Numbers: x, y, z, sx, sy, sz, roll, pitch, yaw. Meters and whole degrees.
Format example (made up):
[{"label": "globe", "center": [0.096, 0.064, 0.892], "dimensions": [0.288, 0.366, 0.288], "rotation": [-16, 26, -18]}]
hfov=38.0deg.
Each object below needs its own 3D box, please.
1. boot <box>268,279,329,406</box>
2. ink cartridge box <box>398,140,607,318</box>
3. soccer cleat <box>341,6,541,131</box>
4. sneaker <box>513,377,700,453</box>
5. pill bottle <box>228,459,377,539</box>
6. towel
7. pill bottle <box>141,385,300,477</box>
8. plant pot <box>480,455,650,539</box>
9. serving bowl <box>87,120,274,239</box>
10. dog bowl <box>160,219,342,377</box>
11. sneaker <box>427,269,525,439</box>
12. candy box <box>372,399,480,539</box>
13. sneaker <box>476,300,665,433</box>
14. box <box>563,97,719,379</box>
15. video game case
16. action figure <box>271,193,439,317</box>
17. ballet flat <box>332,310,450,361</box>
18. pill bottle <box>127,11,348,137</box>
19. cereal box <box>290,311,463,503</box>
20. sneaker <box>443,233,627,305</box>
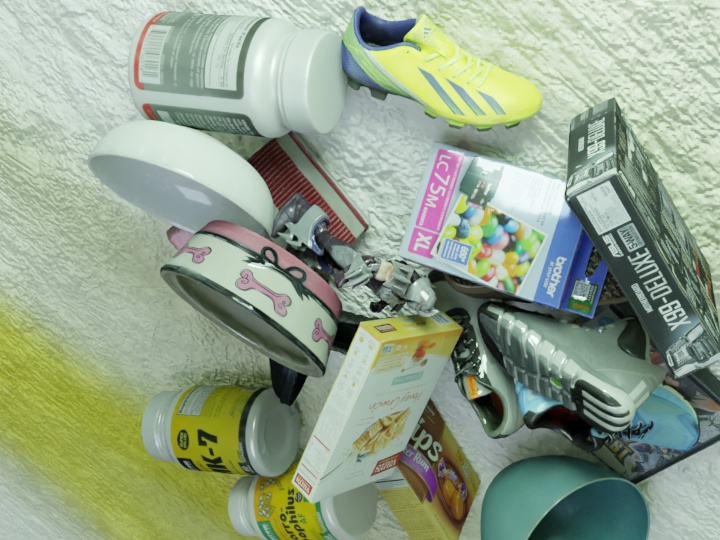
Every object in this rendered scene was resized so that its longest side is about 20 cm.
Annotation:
[{"label": "boot", "center": [-0.129, 0.057, 1.269], "dimensions": [0.160, 0.074, 0.201], "rotation": [21, 126, 10]}, {"label": "ink cartridge box", "center": [0.146, -0.039, 1.012], "dimensions": [0.197, 0.042, 0.121], "rotation": [19, 90, 12]}, {"label": "soccer cleat", "center": [0.072, -0.188, 0.961], "dimensions": [0.197, 0.065, 0.085], "rotation": [19, 131, 15]}, {"label": "sneaker", "center": [0.252, 0.158, 1.079], "dimensions": [0.196, 0.091, 0.079], "rotation": [13, 133, 1]}, {"label": "pill bottle", "center": [-0.083, 0.315, 1.427], "dimensions": [0.198, 0.113, 0.114], "rotation": [-13, 119, 36]}, {"label": "towel", "center": [-0.103, -0.046, 1.160], "dimensions": [0.199, 0.023, 0.144], "rotation": [-37, 101, 21]}, {"label": "pill bottle", "center": [-0.189, 0.213, 1.402], "dimensions": [0.197, 0.115, 0.116], "rotation": [-2, 125, 31]}, {"label": "plant pot", "center": [0.215, 0.296, 1.212], "dimensions": [0.134, 0.198, 0.202], "rotation": [36, 151, 54]}, {"label": "serving bowl", "center": [-0.173, -0.097, 1.063], "dimensions": [0.197, 0.067, 0.200], "rotation": [21, 165, 6]}, {"label": "dog bowl", "center": [-0.104, 0.025, 1.071], "dimensions": [0.198, 0.074, 0.200], "rotation": [29, 165, 8]}, {"label": "sneaker", "center": [0.127, 0.088, 1.131], "dimensions": [0.074, 0.079, 0.202], "rotation": [-25, 94, 46]}, {"label": "candy box", "center": [0.066, 0.229, 1.270], "dimensions": [0.056, 0.117, 0.202], "rotation": [-13, 118, 35]}, {"label": "sneaker", "center": [0.217, 0.073, 1.045], "dimensions": [0.199, 0.115, 0.076], "rotation": [37, 150, 37]}, {"label": "box", "center": [0.249, -0.033, 0.919], "dimensions": [0.049, 0.158, 0.201], "rotation": [-26, 112, 25]}, {"label": "video game case", "center": [0.286, 0.133, 1.131], "dimensions": [0.199, 0.026, 0.181], "rotation": [41, 134, -6]}, {"label": "action figure", "center": [0.000, 0.000, 1.068], "dimensions": [0.198, 0.070, 0.130], "rotation": [29, 169, 29]}, {"label": "ballet flat", "center": [0.011, 0.084, 1.193], "dimensions": [0.196, 0.057, 0.067], "rotation": [12, 121, -11]}, {"label": "pill bottle", "center": [-0.118, -0.192, 1.029], "dimensions": [0.197, 0.114, 0.115], "rotation": [9, 130, 22]}, {"label": "cereal box", "center": [0.018, 0.141, 1.092], "dimensions": [0.039, 0.143, 0.202], "rotation": [36, 116, 31]}, {"label": "sneaker", "center": [0.184, 0.000, 1.060], "dimensions": [0.196, 0.072, 0.076], "rotation": [6, 172, 13]}]
